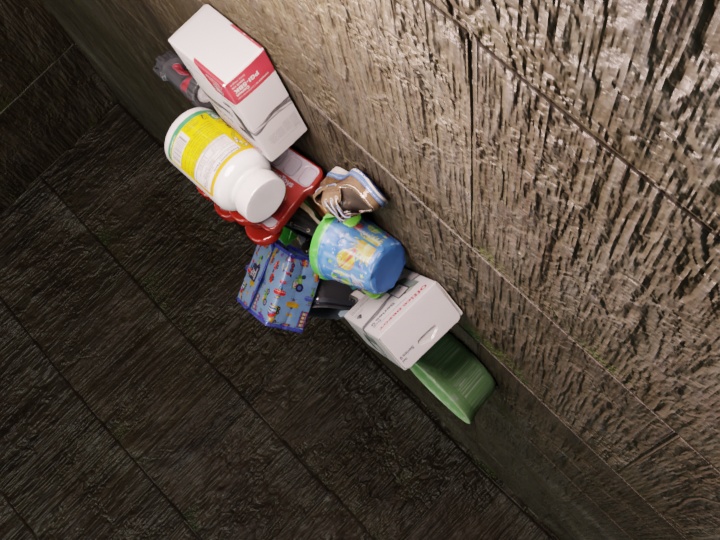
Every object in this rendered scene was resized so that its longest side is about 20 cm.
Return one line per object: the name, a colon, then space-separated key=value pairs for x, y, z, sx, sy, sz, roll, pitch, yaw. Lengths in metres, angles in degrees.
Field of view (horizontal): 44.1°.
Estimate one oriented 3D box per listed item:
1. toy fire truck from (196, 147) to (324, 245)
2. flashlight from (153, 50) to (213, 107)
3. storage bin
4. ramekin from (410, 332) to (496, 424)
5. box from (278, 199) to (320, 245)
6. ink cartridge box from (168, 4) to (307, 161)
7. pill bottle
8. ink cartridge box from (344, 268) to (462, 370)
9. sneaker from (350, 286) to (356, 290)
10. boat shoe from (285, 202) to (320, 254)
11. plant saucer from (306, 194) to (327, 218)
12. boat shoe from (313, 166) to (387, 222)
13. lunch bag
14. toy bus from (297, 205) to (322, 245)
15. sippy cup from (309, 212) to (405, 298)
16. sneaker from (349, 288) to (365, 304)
toy fire truck: x=-0.179 y=-0.156 z=1.548 sx=0.199 sy=0.168 sz=0.112 roll=36 pitch=171 yaw=24
flashlight: x=-0.344 y=-0.386 z=1.775 sx=0.067 sy=0.069 sz=0.200 roll=7 pitch=-155 yaw=-39
storage bin: x=-0.079 y=0.027 z=1.896 sx=0.144 sy=0.136 sz=0.199 roll=-8 pitch=167 yaw=35
ramekin: x=0.188 y=0.213 z=1.847 sx=0.200 sy=0.098 sz=0.200 roll=45 pitch=172 yaw=7
box: x=-0.188 y=-0.179 z=1.741 sx=0.177 sy=0.096 sz=0.200 roll=53 pitch=-179 yaw=35
ink cartridge box: x=-0.180 y=-0.277 z=1.338 sx=0.147 sy=0.083 sz=0.200 roll=42 pitch=171 yaw=29
pill bottle: x=-0.216 y=-0.168 z=1.438 sx=0.200 sy=0.113 sz=0.113 roll=40 pitch=171 yaw=26
ink cartridge box: x=0.074 y=0.079 z=1.592 sx=0.084 sy=0.146 sz=0.200 roll=49 pitch=171 yaw=-18
sneaker: x=0.000 y=0.000 z=1.833 sx=0.200 sy=0.080 sz=0.077 roll=52 pitch=170 yaw=-36
boat shoe: x=-0.096 y=-0.064 z=1.702 sx=0.074 sy=0.067 sz=0.199 roll=15 pitch=159 yaw=40
plant saucer: x=-0.078 y=-0.137 z=1.645 sx=0.201 sy=0.032 sz=0.200 roll=50 pitch=177 yaw=3
boat shoe: x=-0.019 y=-0.110 z=1.376 sx=0.072 sy=0.072 sz=0.200 roll=48 pitch=173 yaw=-18
lunch bag: x=-0.177 y=0.018 z=1.810 sx=0.093 sy=0.152 sz=0.199 roll=15 pitch=-173 yaw=-37
toy bus: x=-0.101 y=-0.093 z=1.903 sx=0.065 sy=0.078 sz=0.200 roll=43 pitch=172 yaw=20
sippy cup: x=0.002 y=-0.027 z=1.532 sx=0.130 sy=0.141 sz=0.177 roll=27 pitch=-172 yaw=35
sneaker: x=0.069 y=0.073 z=1.826 sx=0.200 sy=0.091 sz=0.066 roll=38 pitch=170 yaw=-32
